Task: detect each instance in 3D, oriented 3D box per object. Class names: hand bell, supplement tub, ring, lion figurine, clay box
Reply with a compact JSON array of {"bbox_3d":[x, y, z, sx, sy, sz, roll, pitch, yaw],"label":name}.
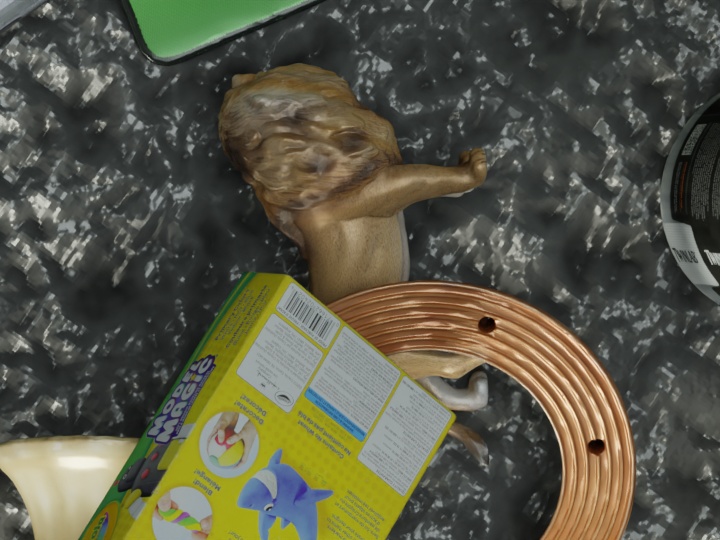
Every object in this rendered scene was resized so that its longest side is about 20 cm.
[{"bbox_3d":[-0.119,0.182,1.292,0.103,0.104,0.202,2,79,-9],"label":"hand bell"},{"bbox_3d":[0.219,-0.033,1.311,0.122,0.200,0.124,0,92,-8],"label":"supplement tub"},{"bbox_3d":[0.032,0.094,1.346,0.199,0.019,0.202,0,113,0],"label":"ring"},{"bbox_3d":[0.000,0.000,1.346,0.122,0.072,0.202,-6,95,-5],"label":"lion figurine"},{"bbox_3d":[-0.054,0.115,1.254,0.115,0.048,0.201,40,73,-26],"label":"clay box"}]

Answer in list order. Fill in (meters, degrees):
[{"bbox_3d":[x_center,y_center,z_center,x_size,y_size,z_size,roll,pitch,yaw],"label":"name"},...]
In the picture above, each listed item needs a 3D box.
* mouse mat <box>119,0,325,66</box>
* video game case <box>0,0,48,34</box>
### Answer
[{"bbox_3d":[-0.063,-0.214,1.339,0.160,0.008,0.201,-23,108,-7],"label":"mouse mat"},{"bbox_3d":[-0.248,-0.175,1.307,0.180,0.025,0.201,-37,100,-15],"label":"video game case"}]
